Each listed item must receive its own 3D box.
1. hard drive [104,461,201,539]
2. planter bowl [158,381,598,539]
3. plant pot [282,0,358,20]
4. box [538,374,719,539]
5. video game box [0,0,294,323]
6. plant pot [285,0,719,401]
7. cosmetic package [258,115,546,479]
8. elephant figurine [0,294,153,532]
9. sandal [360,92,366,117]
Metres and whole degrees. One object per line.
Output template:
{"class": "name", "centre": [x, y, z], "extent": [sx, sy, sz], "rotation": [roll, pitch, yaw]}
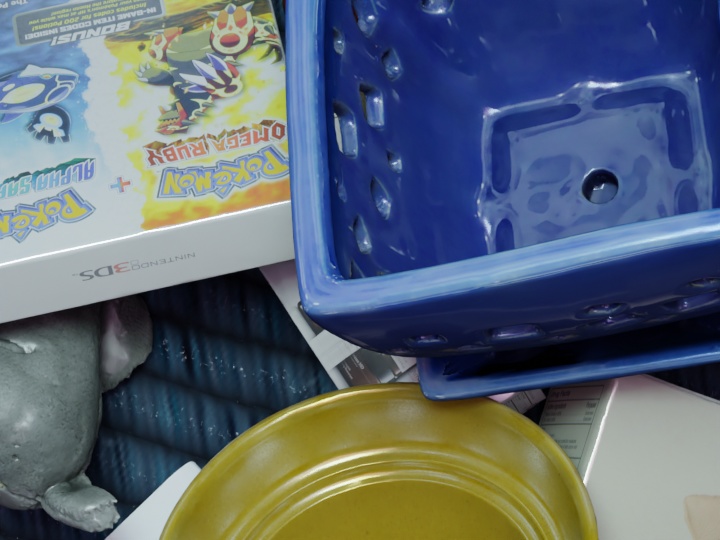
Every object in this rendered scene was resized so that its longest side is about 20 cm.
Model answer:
{"class": "hard drive", "centre": [-0.064, 0.203, 1.194], "extent": [0.132, 0.025, 0.200], "rotation": [-43, 62, -5]}
{"class": "planter bowl", "centre": [0.011, 0.153, 1.130], "extent": [0.200, 0.084, 0.201], "rotation": [-7, 47, 8]}
{"class": "plant pot", "centre": [0.075, -0.214, 1.215], "extent": [0.199, 0.176, 0.201], "rotation": [13, 82, 4]}
{"class": "box", "centre": [0.110, 0.150, 1.190], "extent": [0.077, 0.095, 0.201], "rotation": [20, 83, -12]}
{"class": "video game box", "centre": [-0.128, -0.066, 1.183], "extent": [0.199, 0.047, 0.183], "rotation": [-13, 53, -3]}
{"class": "plant pot", "centre": [0.088, -0.056, 1.094], "extent": [0.199, 0.180, 0.201], "rotation": [-10, 65, 15]}
{"class": "cosmetic package", "centre": [0.000, 0.000, 1.230], "extent": [0.082, 0.051, 0.200], "rotation": [-34, 73, -1]}
{"class": "elephant figurine", "centre": [-0.160, 0.005, 1.221], "extent": [0.155, 0.141, 0.200], "rotation": [39, 66, -21]}
{"class": "sandal", "centre": [0.073, -0.036, 1.238], "extent": [0.080, 0.054, 0.200], "rotation": [-42, 95, 0]}
